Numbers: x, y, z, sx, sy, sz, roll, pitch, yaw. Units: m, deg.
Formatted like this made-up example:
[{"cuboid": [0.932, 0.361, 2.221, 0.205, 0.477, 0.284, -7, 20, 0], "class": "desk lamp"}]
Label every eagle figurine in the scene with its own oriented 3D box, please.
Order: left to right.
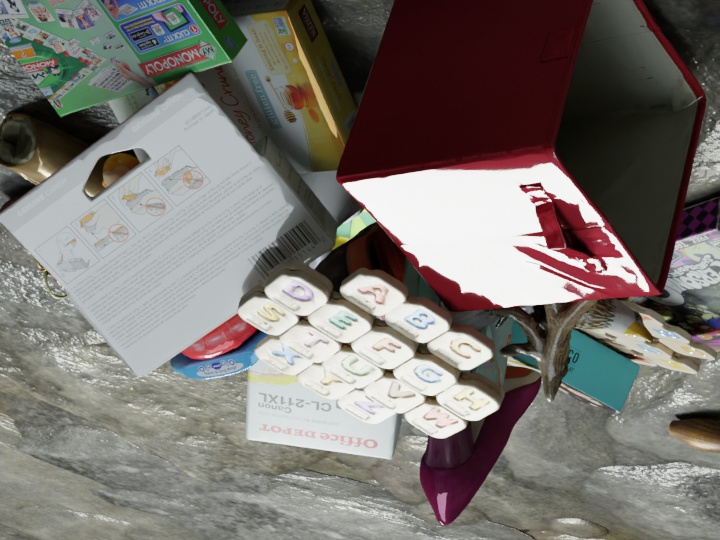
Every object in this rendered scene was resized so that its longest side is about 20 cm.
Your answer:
[{"cuboid": [0.165, 0.006, 1.618, 0.151, 0.201, 0.151, -22, 116, 30], "class": "eagle figurine"}]

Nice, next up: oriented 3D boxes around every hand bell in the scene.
[{"cuboid": [0.393, 0.175, 2.068, 0.199, 0.105, 0.104, 9, 158, 37], "class": "hand bell"}]

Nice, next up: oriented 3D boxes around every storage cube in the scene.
[{"cuboid": [0.115, -0.092, 1.474, 0.179, 0.201, 0.171, -6, 143, 36], "class": "storage cube"}]

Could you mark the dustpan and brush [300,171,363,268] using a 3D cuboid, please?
[{"cuboid": [-0.044, -0.054, 1.710, 0.138, 0.057, 0.201, 13, 128, 21], "class": "dustpan and brush"}]

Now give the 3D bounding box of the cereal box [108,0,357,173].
[{"cuboid": [-0.105, -0.137, 1.609, 0.199, 0.040, 0.145, -4, 126, 32], "class": "cereal box"}]

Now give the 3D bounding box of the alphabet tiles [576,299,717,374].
[{"cuboid": [0.213, 0.046, 1.869, 0.199, 0.015, 0.195, 30, 167, -39], "class": "alphabet tiles"}]

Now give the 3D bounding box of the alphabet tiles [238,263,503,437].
[{"cuboid": [0.007, 0.063, 1.588, 0.199, 0.015, 0.195, 33, 147, -16], "class": "alphabet tiles"}]

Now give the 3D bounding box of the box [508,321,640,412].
[{"cuboid": [0.153, 0.064, 1.925, 0.199, 0.049, 0.082, 28, 174, -25], "class": "box"}]

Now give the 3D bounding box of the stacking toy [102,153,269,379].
[{"cuboid": [-0.143, -0.018, 1.685, 0.115, 0.110, 0.200, -13, 129, 32], "class": "stacking toy"}]

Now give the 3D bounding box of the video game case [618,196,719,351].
[{"cuboid": [0.295, 0.010, 1.799, 0.180, 0.036, 0.199, 27, 151, -31], "class": "video game case"}]

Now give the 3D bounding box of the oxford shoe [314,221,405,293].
[{"cuboid": [0.000, 0.000, 1.717, 0.072, 0.072, 0.200, -21, 177, 14], "class": "oxford shoe"}]

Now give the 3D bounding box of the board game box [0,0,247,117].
[{"cuboid": [-0.193, -0.192, 1.552, 0.199, 0.029, 0.135, -11, 124, 42], "class": "board game box"}]

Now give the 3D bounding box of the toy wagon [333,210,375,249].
[{"cuboid": [-0.033, -0.078, 1.763, 0.154, 0.040, 0.200, 11, 155, 2], "class": "toy wagon"}]

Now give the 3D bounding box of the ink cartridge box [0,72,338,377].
[{"cuboid": [-0.146, -0.038, 1.604, 0.199, 0.045, 0.177, -33, 110, 17], "class": "ink cartridge box"}]

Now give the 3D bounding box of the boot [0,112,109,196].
[{"cuboid": [-0.202, -0.061, 1.801, 0.199, 0.067, 0.175, 29, 173, -32], "class": "boot"}]

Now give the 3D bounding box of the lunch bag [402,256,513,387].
[{"cuboid": [0.080, 0.016, 1.700, 0.076, 0.202, 0.160, 5, 166, 13], "class": "lunch bag"}]

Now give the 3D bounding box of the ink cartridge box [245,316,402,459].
[{"cuboid": [-0.027, 0.067, 1.919, 0.144, 0.083, 0.201, 7, 129, 4], "class": "ink cartridge box"}]

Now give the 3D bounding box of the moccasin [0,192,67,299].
[{"cuboid": [-0.260, -0.012, 1.919, 0.200, 0.078, 0.074, 27, 168, 28], "class": "moccasin"}]

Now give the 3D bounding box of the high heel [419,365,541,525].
[{"cuboid": [0.104, 0.145, 1.823, 0.067, 0.097, 0.200, 8, -163, 30], "class": "high heel"}]
